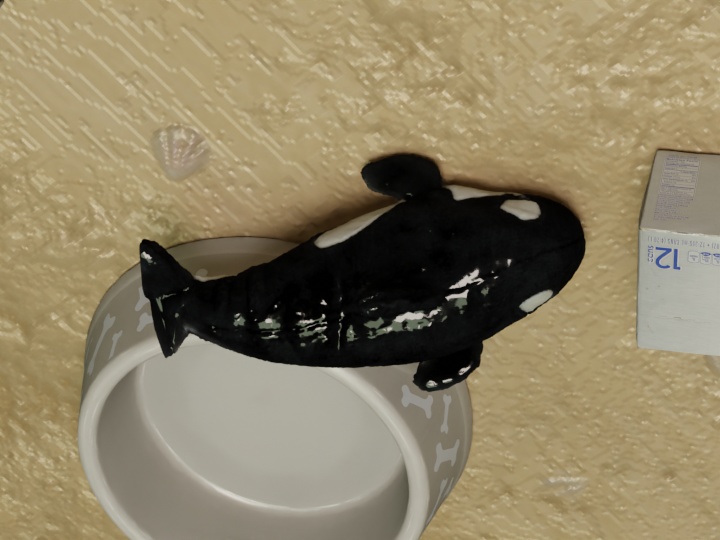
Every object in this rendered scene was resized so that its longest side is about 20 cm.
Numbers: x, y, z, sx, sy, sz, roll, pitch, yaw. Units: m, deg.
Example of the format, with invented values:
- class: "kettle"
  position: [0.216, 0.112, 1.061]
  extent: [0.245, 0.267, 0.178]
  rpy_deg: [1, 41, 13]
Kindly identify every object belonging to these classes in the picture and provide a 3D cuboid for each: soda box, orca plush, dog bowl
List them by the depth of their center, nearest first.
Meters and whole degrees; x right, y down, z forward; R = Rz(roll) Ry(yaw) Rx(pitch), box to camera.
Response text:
- class: "soda box"
  position: [0.220, 0.000, 1.090]
  extent: [0.199, 0.064, 0.069]
  rpy_deg: [5, 128, 11]
- class: "orca plush"
  position: [0.000, 0.000, 1.117]
  extent: [0.199, 0.071, 0.106]
  rpy_deg: [5, 92, 2]
- class: "dog bowl"
  position: [-0.047, 0.080, 1.232]
  extent: [0.199, 0.059, 0.201]
  rpy_deg: [8, 130, 10]

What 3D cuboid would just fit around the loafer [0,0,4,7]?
- class: "loafer"
  position: [-0.217, -0.187, 1.069]
  extent: [0.200, 0.072, 0.063]
  rpy_deg: [38, 111, -23]
